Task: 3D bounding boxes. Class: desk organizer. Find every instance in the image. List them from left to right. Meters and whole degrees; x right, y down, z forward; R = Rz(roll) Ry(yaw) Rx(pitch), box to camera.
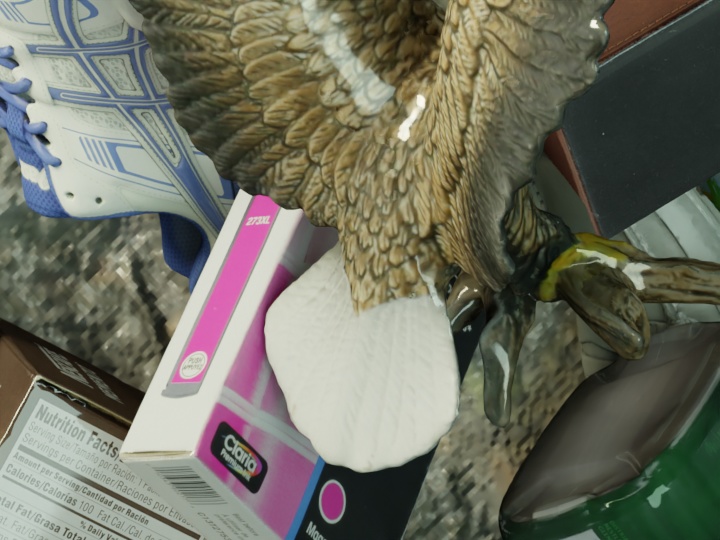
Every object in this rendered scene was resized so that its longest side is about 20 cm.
[{"bbox_3d":[0.135,-0.104,0.786,0.199,0.077,0.072,-31,137,-4],"label":"desk organizer"}]

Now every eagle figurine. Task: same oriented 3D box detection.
[{"bbox_3d":[0.020,-0.060,0.659,0.151,0.151,0.200,-19,138,9],"label":"eagle figurine"}]

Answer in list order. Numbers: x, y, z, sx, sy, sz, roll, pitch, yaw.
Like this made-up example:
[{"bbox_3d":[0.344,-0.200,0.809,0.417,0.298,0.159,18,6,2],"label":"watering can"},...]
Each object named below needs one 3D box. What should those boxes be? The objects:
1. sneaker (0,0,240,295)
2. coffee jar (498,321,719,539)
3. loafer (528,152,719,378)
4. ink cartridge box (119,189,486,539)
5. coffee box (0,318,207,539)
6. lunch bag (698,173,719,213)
[{"bbox_3d":[-0.086,-0.060,0.765,0.200,0.075,0.088,37,94,-33],"label":"sneaker"},{"bbox_3d":[0.138,0.122,0.807,0.200,0.085,0.104,53,45,-15],"label":"coffee jar"},{"bbox_3d":[0.107,0.029,0.860,0.070,0.070,0.200,-40,110,-16],"label":"loafer"},{"bbox_3d":[0.000,0.000,0.761,0.095,0.037,0.201,48,51,-37],"label":"ink cartridge box"},{"bbox_3d":[-0.127,0.125,0.779,0.079,0.114,0.201,29,89,-20],"label":"coffee box"},{"bbox_3d":[0.218,-0.054,0.865,0.200,0.082,0.161,-33,115,-11],"label":"lunch bag"}]
